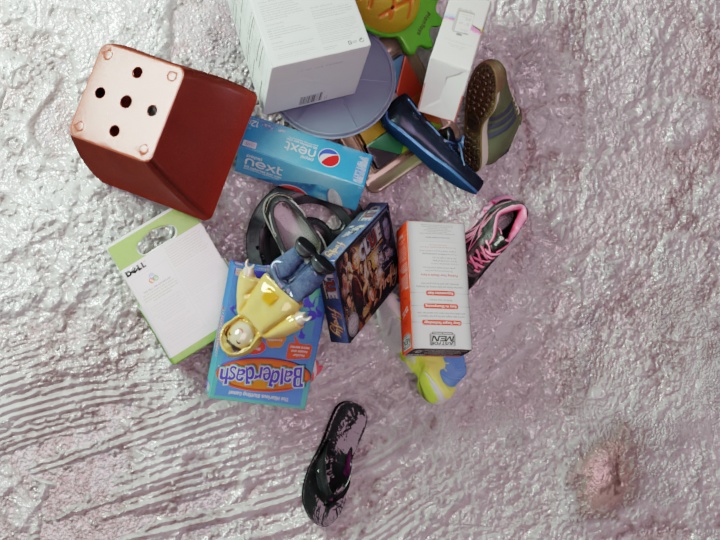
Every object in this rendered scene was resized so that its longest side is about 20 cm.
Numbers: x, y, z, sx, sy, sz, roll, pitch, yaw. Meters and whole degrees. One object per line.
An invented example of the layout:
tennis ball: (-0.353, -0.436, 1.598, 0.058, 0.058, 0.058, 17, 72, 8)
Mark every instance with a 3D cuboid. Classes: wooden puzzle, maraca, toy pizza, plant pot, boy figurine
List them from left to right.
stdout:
plant pot: (-0.291, -0.211, 1.564, 0.198, 0.176, 0.202, 20, 86, 17)
boy figurine: (-0.130, 0.041, 1.574, 0.200, 0.064, 0.124, -44, 85, 11)
toy pizza: (-0.044, -0.292, 1.722, 0.197, 0.032, 0.203, 0, 72, -1)
wooden puzzle: (0.043, -0.253, 1.771, 0.184, 0.037, 0.201, -35, 101, -12)
maraca: (0.044, -0.421, 1.730, 0.199, 0.107, 0.138, 32, 73, -23)

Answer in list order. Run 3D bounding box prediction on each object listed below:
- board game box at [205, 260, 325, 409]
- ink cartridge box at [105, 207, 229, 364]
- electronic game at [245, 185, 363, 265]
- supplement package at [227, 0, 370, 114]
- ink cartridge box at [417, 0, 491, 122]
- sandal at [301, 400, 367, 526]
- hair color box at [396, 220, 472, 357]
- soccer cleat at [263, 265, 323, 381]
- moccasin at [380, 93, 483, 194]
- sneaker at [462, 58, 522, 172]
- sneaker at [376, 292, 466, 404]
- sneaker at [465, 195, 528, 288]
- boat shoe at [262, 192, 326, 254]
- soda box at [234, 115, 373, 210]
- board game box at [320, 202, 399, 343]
board game box: (-0.137, 0.097, 1.654, 0.150, 0.045, 0.203, 8, 101, -18)
ink cartridge box: (-0.271, 0.015, 1.673, 0.147, 0.076, 0.202, -31, 99, -12)
electronic game: (-0.080, -0.043, 1.742, 0.197, 0.042, 0.203, -2, 99, -12)
supplement package: (-0.095, -0.365, 1.637, 0.150, 0.151, 0.202, -15, 75, -14)
ink cartridge box: (0.149, -0.346, 1.731, 0.067, 0.117, 0.202, 17, 54, 3)
sandal: (-0.041, 0.306, 1.765, 0.074, 0.048, 0.203, 16, 87, -16)
hair color box: (0.113, 0.029, 1.733, 0.100, 0.061, 0.203, 3, 73, -15)
soccer cleat: (-0.112, 0.083, 1.726, 0.076, 0.066, 0.203, -27, 107, -43)
moccasin: (0.125, -0.199, 1.750, 0.199, 0.080, 0.069, 39, 80, -21)
sneaker: (0.217, -0.255, 1.771, 0.089, 0.067, 0.202, -24, 140, -28)
sneaker: (0.104, 0.110, 1.798, 0.105, 0.075, 0.202, -33, 101, -31)
sneaker: (0.199, -0.039, 1.797, 0.079, 0.095, 0.201, 40, 83, -16)
boat shoe: (-0.082, -0.027, 1.690, 0.073, 0.060, 0.202, -27, 102, -7)
soda box: (-0.086, -0.162, 1.691, 0.198, 0.068, 0.065, 18, 58, -3)
board game box: (0.000, 0.000, 1.687, 0.200, 0.034, 0.137, -49, 135, -52)
